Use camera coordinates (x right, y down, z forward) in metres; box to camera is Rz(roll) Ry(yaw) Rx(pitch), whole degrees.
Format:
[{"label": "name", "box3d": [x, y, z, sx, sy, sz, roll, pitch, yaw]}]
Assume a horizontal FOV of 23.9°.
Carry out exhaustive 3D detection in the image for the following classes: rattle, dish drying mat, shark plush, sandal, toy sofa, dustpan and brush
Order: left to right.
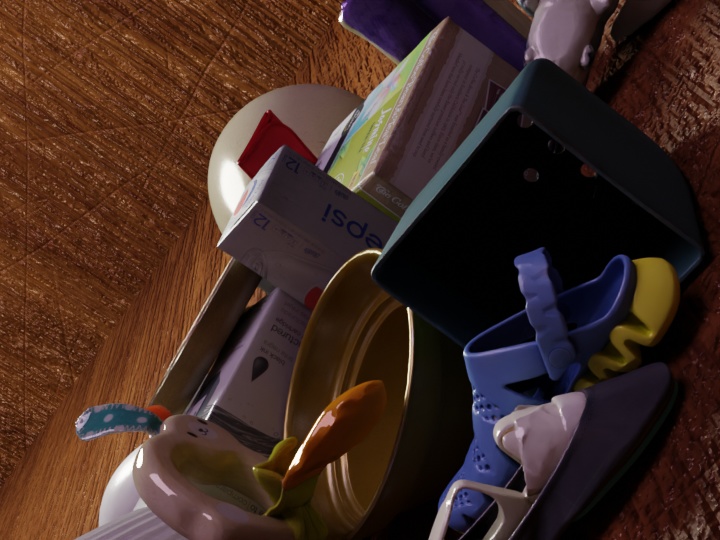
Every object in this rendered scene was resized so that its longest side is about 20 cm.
[{"label": "rattle", "box3d": [-0.089, 0.090, 1.082, 0.200, 0.130, 0.143, 44, 130, 48]}, {"label": "dish drying mat", "box3d": [-0.028, -0.049, 1.500, 0.018, 0.200, 0.077, -22, 30, 39]}, {"label": "toy sofa", "box3d": [0.086, -0.201, 1.448, 0.098, 0.200, 0.083, -53, 11, -22]}, {"label": "sandal", "box3d": [0.094, 0.062, 0.966, 0.200, 0.087, 0.080, -60, 11, 17]}, {"label": "shark plush", "box3d": [0.174, -0.160, 1.344, 0.091, 0.083, 0.200, -7, 65, 18]}, {"label": "dustpan and brush", "box3d": [0.251, -0.269, 1.312, 0.140, 0.057, 0.200, -60, 12, -20]}]

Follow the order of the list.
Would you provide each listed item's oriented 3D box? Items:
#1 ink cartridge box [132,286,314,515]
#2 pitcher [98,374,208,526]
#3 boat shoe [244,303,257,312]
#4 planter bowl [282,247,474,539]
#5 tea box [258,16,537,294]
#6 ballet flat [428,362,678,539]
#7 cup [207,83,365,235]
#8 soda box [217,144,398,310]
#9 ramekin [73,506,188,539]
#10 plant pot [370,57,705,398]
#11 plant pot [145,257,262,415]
[{"label": "ink cartridge box", "box3d": [-0.057, 0.139, 1.232, 0.084, 0.146, 0.200, -36, 23, 57]}, {"label": "pitcher", "box3d": [-0.164, 0.212, 1.468, 0.172, 0.121, 0.200, -78, 8, -45]}, {"label": "boat shoe", "box3d": [-0.055, 0.056, 1.467, 0.200, 0.071, 0.065, -14, -36, -52]}, {"label": "planter bowl", "box3d": [0.024, 0.092, 1.118, 0.200, 0.083, 0.201, -166, 90, -68]}, {"label": "tea box", "box3d": [0.042, -0.062, 1.401, 0.197, 0.134, 0.200, -40, 19, 46]}, {"label": "ballet flat", "box3d": [0.086, 0.119, 0.899, 0.200, 0.073, 0.073, -54, 12, 5]}, {"label": "cup", "box3d": [-0.046, -0.062, 1.613, 0.200, 0.200, 0.143, -52, 16, 15]}, {"label": "soda box", "box3d": [0.000, 0.000, 1.240, 0.063, 0.200, 0.068, -44, 18, 42]}, {"label": "ramekin", "box3d": [-0.125, 0.247, 1.094, 0.105, 0.200, 0.200, -32, 1, -26]}, {"label": "plant pot", "box3d": [0.117, -0.045, 1.067, 0.141, 0.141, 0.200, -50, 8, 26]}, {"label": "plant pot", "box3d": [-0.113, 0.041, 1.316, 0.200, 0.027, 0.200, -59, 5, 8]}]
